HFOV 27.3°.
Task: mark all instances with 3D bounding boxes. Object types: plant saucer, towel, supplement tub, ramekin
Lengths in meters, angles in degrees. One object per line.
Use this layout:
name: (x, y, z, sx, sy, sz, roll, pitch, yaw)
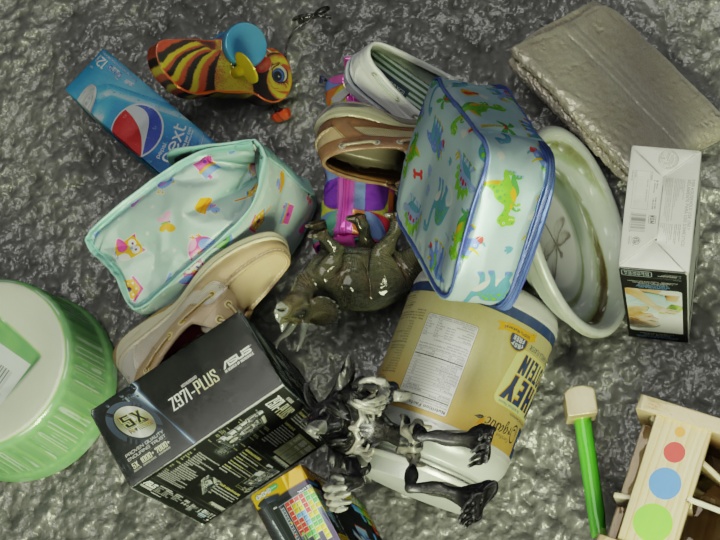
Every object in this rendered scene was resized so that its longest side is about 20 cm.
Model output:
plant saucer: (0.184, -0.032, 1.370, 0.050, 0.200, 0.201, -16, 67, 32)
towel: (0.249, -0.174, 1.453, 0.132, 0.035, 0.200, -30, 66, -23)
supplement tub: (0.086, 0.111, 1.361, 0.144, 0.144, 0.201, 18, 77, 19)
ramekin: (-0.356, 0.106, 1.496, 0.199, 0.098, 0.201, -4, 70, 12)

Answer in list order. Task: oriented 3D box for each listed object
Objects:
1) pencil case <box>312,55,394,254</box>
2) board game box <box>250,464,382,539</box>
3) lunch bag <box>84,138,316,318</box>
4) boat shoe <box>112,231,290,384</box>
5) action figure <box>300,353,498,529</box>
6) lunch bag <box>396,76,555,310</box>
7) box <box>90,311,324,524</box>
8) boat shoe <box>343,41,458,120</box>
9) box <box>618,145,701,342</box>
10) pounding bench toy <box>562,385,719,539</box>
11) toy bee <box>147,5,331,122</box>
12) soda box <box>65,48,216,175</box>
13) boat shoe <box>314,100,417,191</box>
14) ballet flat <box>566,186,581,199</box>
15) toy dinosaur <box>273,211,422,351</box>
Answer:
pencil case: (-0.003, -0.108, 1.491, 0.088, 0.088, 0.201, -3, 72, 13)
board game box: (-0.008, 0.268, 1.299, 0.057, 0.200, 0.166, -34, 67, 3)
lunch bag: (-0.143, -0.039, 1.453, 0.200, 0.170, 0.122, -42, 67, 3)
boat shoe: (-0.137, 0.048, 1.377, 0.200, 0.074, 0.069, -41, 51, 5)
action figure: (0.015, 0.142, 1.243, 0.199, 0.102, 0.119, 14, 100, 30)
lunch bag: (0.096, -0.068, 1.285, 0.082, 0.200, 0.161, 8, 114, -17)
box: (-0.131, 0.142, 1.373, 0.164, 0.200, 0.086, -34, 67, 1)
boat shoe: (0.077, -0.156, 1.452, 0.200, 0.067, 0.074, 25, 70, -11)
box: (0.271, -0.020, 1.330, 0.060, 0.200, 0.117, 5, 71, 14)
pounding bench toy: (0.250, 0.202, 1.299, 0.199, 0.124, 0.156, 17, 77, 19)
toy bee: (-0.114, -0.204, 1.541, 0.199, 0.131, 0.109, -14, 93, -3)
soda box: (-0.218, -0.145, 1.565, 0.200, 0.068, 0.064, 40, 84, 22)
boat shoe: (0.052, -0.103, 1.415, 0.199, 0.076, 0.072, 8, 49, -4)
ballet flat: (0.131, -0.035, 1.445, 0.200, 0.069, 0.063, -39, 81, 0)
toy dinosaur: (0.000, 0.000, 1.407, 0.199, 0.077, 0.103, -14, 103, -16)
